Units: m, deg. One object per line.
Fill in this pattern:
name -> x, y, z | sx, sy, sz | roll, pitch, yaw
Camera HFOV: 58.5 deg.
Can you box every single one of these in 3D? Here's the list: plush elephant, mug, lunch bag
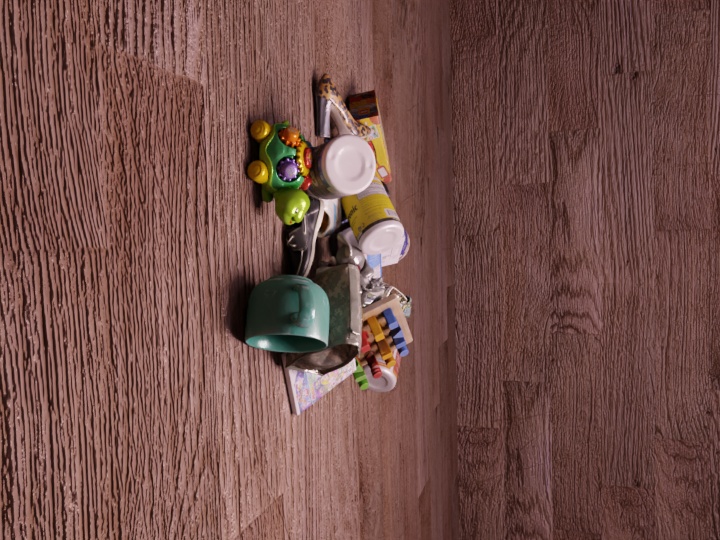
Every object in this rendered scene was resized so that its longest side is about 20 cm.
plush elephant -> -0.042, 0.008, 1.463 | 0.166, 0.196, 0.157 | 57, 17, -46
mug -> -0.118, 0.073, 1.154 | 0.151, 0.182, 0.117 | 26, 59, -50
lunch bag -> -0.057, 0.099, 1.273 | 0.116, 0.199, 0.167 | 16, 59, -31

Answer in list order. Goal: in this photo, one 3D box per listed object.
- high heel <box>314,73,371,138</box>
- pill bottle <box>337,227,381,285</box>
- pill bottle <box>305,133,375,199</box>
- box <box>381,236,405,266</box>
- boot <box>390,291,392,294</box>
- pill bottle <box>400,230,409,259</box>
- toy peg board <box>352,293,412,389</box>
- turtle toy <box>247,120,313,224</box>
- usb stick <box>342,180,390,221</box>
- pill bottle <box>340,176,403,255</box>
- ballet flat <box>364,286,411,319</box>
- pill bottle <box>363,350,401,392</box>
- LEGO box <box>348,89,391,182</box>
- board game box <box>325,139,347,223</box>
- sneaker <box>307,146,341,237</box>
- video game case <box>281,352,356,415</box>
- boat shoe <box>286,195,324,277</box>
high heel -> -0.033, -0.394, 1.557 | 0.198, 0.070, 0.146 | -11, 106, -50
pill bottle -> 0.000, 0.000, 1.634 | 0.113, 0.110, 0.203 | -67, 159, -52
pill bottle -> -0.055, -0.205, 1.310 | 0.199, 0.111, 0.117 | -178, -94, -68
box -> 0.046, -0.126, 1.686 | 0.118, 0.059, 0.203 | 102, -30, -55
boot -> 0.025, 0.119, 1.723 | 0.068, 0.129, 0.201 | 57, 20, -15
pill bottle -> 0.068, -0.099, 1.864 | 0.200, 0.113, 0.119 | 31, 60, -69
toy peg board -> 0.035, 0.189, 1.579 | 0.201, 0.196, 0.099 | 67, -2, -50
turtle toy -> -0.141, -0.187, 1.222 | 0.145, 0.099, 0.205 | 25, 65, -70
usb stick -> 0.000, -0.173, 1.594 | 0.199, 0.032, 0.056 | -30, 89, -41
pill bottle -> 0.016, -0.147, 1.488 | 0.203, 0.110, 0.111 | 67, 6, 28
ballet flat -> 0.053, 0.066, 1.597 | 0.198, 0.073, 0.076 | 19, 69, -43
pill bottle -> 0.065, 0.236, 1.847 | 0.202, 0.110, 0.114 | -73, 155, -44
LEGO box -> 0.027, -0.358, 1.745 | 0.151, 0.075, 0.203 | -93, 171, -49
board game box -> -0.046, -0.228, 1.634 | 0.135, 0.034, 0.205 | -34, 121, -70
sneaker -> -0.086, -0.174, 1.442 | 0.081, 0.075, 0.204 | -53, 137, -59
video game case -> -0.085, 0.201, 1.397 | 0.199, 0.018, 0.146 | -31, 122, -43
boat shoe -> -0.130, -0.061, 1.343 | 0.067, 0.071, 0.204 | 20, 74, -32
